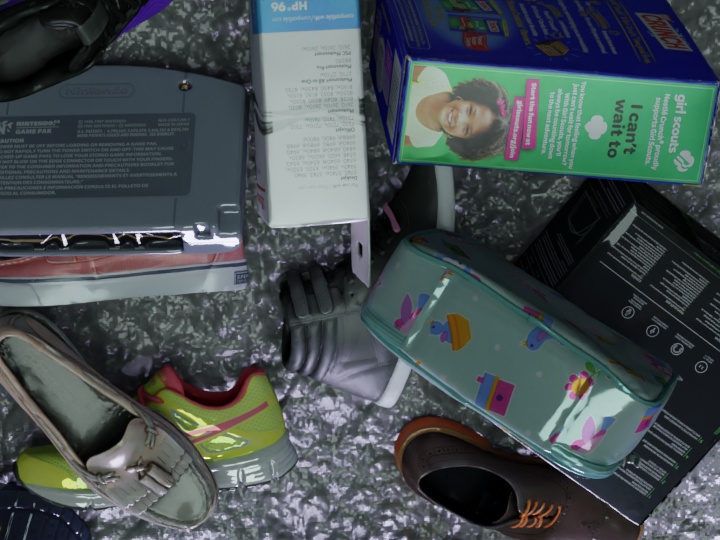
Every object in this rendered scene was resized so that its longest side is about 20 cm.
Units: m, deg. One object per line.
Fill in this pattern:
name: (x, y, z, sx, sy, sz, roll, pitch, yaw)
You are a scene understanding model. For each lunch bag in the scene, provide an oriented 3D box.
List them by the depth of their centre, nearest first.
lunch bag: (0.105, 0.053, 1.360, 0.200, 0.160, 0.077, 34, 100, 9)

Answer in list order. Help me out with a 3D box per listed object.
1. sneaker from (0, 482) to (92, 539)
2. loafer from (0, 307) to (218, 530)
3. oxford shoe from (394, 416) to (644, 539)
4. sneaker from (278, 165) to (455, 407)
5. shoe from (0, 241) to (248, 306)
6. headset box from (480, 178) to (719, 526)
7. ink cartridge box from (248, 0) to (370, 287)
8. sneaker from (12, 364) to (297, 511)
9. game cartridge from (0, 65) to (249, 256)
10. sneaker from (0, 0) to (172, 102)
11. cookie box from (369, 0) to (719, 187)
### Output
sneaker: (-0.282, 0.178, 1.521, 0.199, 0.082, 0.074, 25, 81, -33)
loafer: (-0.178, 0.107, 1.435, 0.200, 0.063, 0.072, 43, 90, -6)
oxford shoe: (0.118, 0.173, 1.552, 0.199, 0.073, 0.071, 19, 109, -13)
sneaker: (0.000, 0.000, 1.468, 0.099, 0.071, 0.201, 10, 116, -15)
shoe: (-0.176, -0.025, 1.448, 0.199, 0.071, 0.092, -5, 91, 9)
headset box: (0.181, 0.056, 1.498, 0.174, 0.093, 0.200, 34, 106, -18)
ink cartridge box: (-0.034, -0.092, 1.375, 0.067, 0.116, 0.201, -4, 95, -5)
sneaker: (-0.148, 0.111, 1.506, 0.199, 0.078, 0.091, -9, 105, -8)
game cartridge: (-0.172, -0.072, 1.389, 0.199, 0.134, 0.041, 0, 151, 4)
sneaker: (-0.170, -0.167, 1.356, 0.200, 0.100, 0.070, -36, 112, -4)
cookie box: (0.114, -0.125, 1.374, 0.199, 0.171, 0.076, 3, 115, -7)
